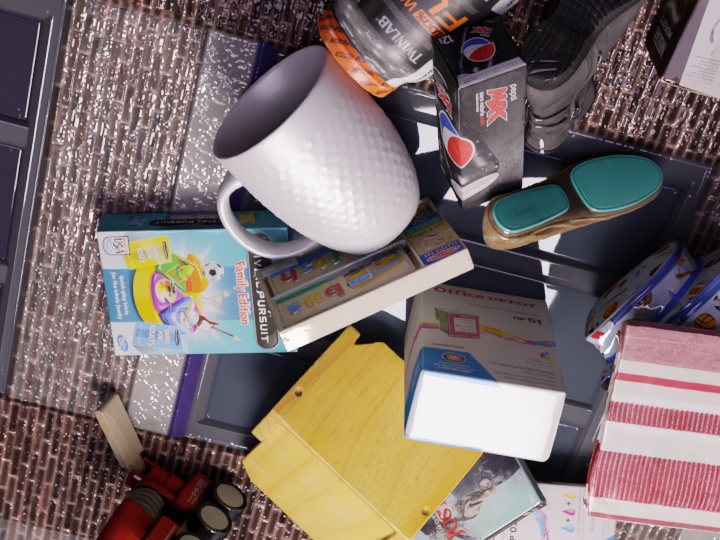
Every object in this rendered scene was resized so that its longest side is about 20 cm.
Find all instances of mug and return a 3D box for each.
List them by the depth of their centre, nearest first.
[{"bbox_3d":[-0.050,-0.090,1.285,0.200,0.148,0.175,-36,118,19],"label":"mug"}]

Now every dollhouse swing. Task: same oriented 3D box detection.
[{"bbox_3d":[-0.007,0.201,1.469,0.200,0.176,0.182,42,72,2],"label":"dollhouse swing"}]

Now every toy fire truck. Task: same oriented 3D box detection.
[{"bbox_3d":[-0.242,0.255,1.472,0.200,0.176,0.129,35,116,1],"label":"toy fire truck"}]

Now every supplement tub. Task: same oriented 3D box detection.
[{"bbox_3d":[0.064,-0.258,1.203,0.200,0.123,0.123,-39,110,20],"label":"supplement tub"}]

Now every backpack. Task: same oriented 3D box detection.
[{"bbox_3d":[0.326,0.054,1.333,0.190,0.200,0.154,-37,97,16],"label":"backpack"}]

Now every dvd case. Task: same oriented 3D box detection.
[{"bbox_3d":[0.093,0.248,1.476,0.200,0.022,0.146,-37,66,22],"label":"dvd case"}]

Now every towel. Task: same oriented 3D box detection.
[{"bbox_3d":[0.299,0.149,1.254,0.144,0.023,0.200,8,105,-5],"label":"towel"}]

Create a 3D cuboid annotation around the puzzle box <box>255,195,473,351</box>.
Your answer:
[{"bbox_3d":[0.000,0.000,1.309,0.200,0.133,0.025,-24,121,-4],"label":"puzzle box"}]

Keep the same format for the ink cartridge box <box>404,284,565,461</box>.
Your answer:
[{"bbox_3d":[0.122,0.097,1.348,0.144,0.200,0.085,10,114,-3],"label":"ink cartridge box"}]

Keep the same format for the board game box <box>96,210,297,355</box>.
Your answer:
[{"bbox_3d":[-0.169,0.014,1.402,0.200,0.047,0.151,-1,118,4],"label":"board game box"}]

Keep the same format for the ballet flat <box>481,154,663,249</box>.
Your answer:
[{"bbox_3d":[0.206,-0.063,1.321,0.200,0.068,0.072,-21,163,-19],"label":"ballet flat"}]

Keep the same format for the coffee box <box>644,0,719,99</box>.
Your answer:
[{"bbox_3d":[0.338,-0.266,1.191,0.080,0.113,0.200,17,117,-6],"label":"coffee box"}]

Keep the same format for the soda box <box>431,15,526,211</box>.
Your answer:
[{"bbox_3d":[0.111,-0.142,1.234,0.071,0.063,0.200,-21,150,-6],"label":"soda box"}]

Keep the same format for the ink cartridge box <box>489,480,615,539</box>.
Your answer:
[{"bbox_3d":[0.183,0.296,1.495,0.200,0.068,0.115,4,83,0],"label":"ink cartridge box"}]

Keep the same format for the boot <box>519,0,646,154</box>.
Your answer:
[{"bbox_3d":[0.215,-0.214,1.246,0.200,0.070,0.132,-44,155,-14],"label":"boot"}]
